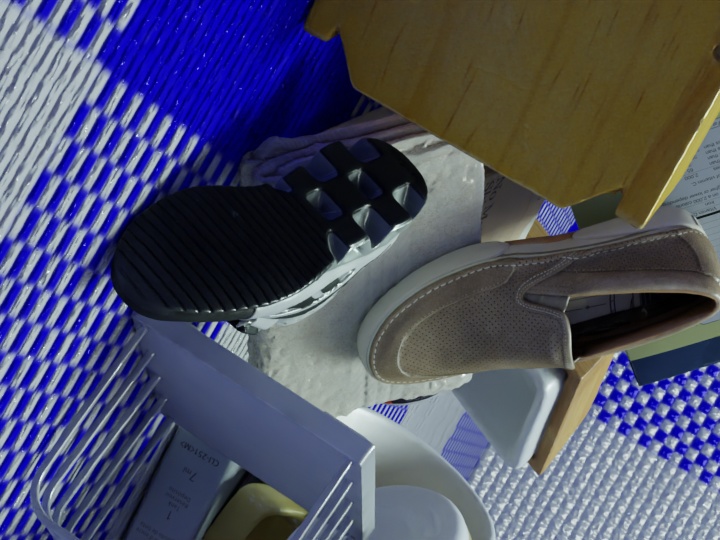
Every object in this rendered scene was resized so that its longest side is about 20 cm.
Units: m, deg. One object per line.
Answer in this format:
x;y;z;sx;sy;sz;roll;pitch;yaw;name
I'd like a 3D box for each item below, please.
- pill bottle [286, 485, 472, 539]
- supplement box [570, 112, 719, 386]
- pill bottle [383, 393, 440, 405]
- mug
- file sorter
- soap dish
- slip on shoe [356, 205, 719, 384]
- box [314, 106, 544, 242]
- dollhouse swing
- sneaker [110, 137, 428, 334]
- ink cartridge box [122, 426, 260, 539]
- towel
0.033;0.238;1.542;0.120;0.119;0.201;-52;131;-41;pill bottle
0.188;-0.082;1.516;0.200;0.134;0.200;-88;158;-56;supplement box
0.024;0.026;1.716;0.112;0.111;0.200;-58;170;-11;pill bottle
-0.032;0.177;1.653;0.153;0.186;0.150;-54;-155;19;mug
-0.083;0.126;1.374;0.125;0.138;0.200;-55;170;-14;file sorter
0.097;0.026;1.843;0.081;0.200;0.158;-27;158;-20;soap dish
0.098;0.025;1.406;0.061;0.199;0.076;-110;-172;-45;slip on shoe
0.033;-0.044;1.532;0.200;0.078;0.095;-28;148;-51;box
0.109;-0.145;1.360;0.182;0.199;0.176;-61;171;10;dollhouse swing
-0.052;0.002;1.275;0.199;0.074;0.089;-19;154;-47;sneaker
-0.103;0.159;1.662;0.174;0.043;0.200;-64;170;14;ink cartridge box
0.000;0.000;1.410;0.132;0.035;0.201;-12;134;-15;towel
